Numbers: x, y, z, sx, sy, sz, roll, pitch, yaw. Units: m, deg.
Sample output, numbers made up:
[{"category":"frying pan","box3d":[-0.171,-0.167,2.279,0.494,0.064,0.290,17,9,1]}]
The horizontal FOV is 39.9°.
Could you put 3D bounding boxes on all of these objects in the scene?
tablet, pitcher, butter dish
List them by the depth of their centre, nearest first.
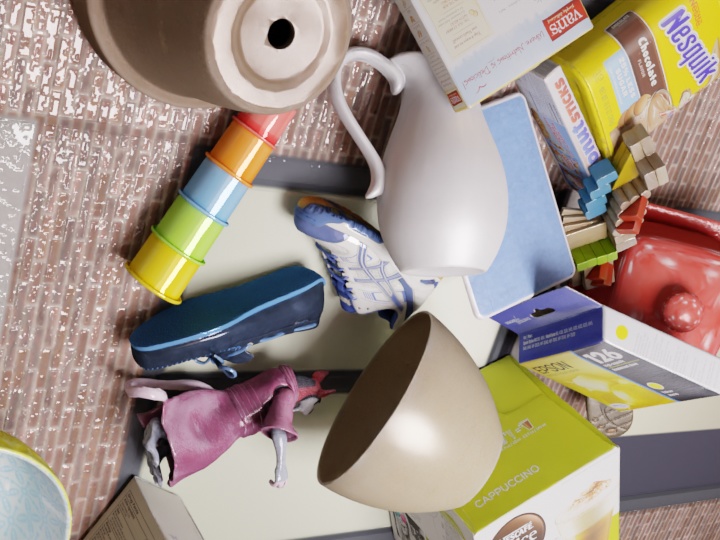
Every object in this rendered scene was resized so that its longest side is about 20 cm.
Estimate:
[{"category":"pitcher","box3d":[0.050,-0.100,0.897,0.168,0.121,0.205,1,83,-18]},{"category":"tablet","box3d":[0.141,-0.066,1.012,0.128,0.014,0.204,-23,101,-19]},{"category":"butter dish","box3d":[0.343,0.035,1.120,0.195,0.148,0.204,13,99,-3]}]

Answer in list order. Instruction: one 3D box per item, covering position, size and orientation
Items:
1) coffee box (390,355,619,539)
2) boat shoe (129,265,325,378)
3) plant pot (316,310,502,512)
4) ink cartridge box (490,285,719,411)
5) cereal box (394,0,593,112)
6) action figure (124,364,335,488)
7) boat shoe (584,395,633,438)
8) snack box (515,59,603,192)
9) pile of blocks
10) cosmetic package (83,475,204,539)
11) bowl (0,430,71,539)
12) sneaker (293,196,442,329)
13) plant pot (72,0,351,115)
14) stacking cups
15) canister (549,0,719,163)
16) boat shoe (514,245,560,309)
[{"category":"coffee box","box3d":[0.160,0.260,1.147,0.197,0.200,0.201,-24,127,-20]},{"category":"boat shoe","box3d":[-0.114,0.060,0.924,0.197,0.084,0.070,-16,120,-23]},{"category":"plant pot","box3d":[0.064,0.163,1.000,0.133,0.200,0.202,35,96,-10]},{"category":"ink cartridge box","box3d":[0.254,0.090,1.067,0.197,0.197,0.048,22,73,-11]},{"category":"cereal box","box3d":[0.094,-0.258,0.845,0.143,0.039,0.202,-32,100,-14]},{"category":"action figure","box3d":[-0.120,0.132,0.968,0.197,0.134,0.151,-24,104,-19]},{"category":"boat shoe","box3d":[0.303,0.105,1.244,0.070,0.068,0.204,-4,106,3]},{"category":"snack box","box3d":[0.211,-0.145,1.029,0.024,0.072,0.201,-41,132,-3]},{"category":"pile of blocks","box3d":[0.257,-0.051,1.032,0.080,0.063,0.203,0,130,-16]},{"category":"cosmetic package","box3d":[-0.244,0.319,0.977,0.201,0.104,0.073,-49,133,3]},{"category":"bowl","box3d":[-0.353,0.200,0.830,0.197,0.108,0.204,-16,124,-25]},{"category":"sneaker","box3d":[0.000,0.000,0.971,0.199,0.075,0.089,30,99,-40]},{"category":"plant pot","box3d":[-0.094,-0.198,0.726,0.197,0.174,0.204,-15,123,-25]},{"category":"stacking cups","box3d":[-0.122,-0.067,0.860,0.060,0.060,0.201,35,94,-41]},{"category":"canister","box3d":[0.299,-0.223,1.035,0.199,0.087,0.149,-38,131,-7]},{"category":"boat shoe","box3d":[0.159,-0.021,1.069,0.072,0.068,0.201,-41,131,-5]}]
